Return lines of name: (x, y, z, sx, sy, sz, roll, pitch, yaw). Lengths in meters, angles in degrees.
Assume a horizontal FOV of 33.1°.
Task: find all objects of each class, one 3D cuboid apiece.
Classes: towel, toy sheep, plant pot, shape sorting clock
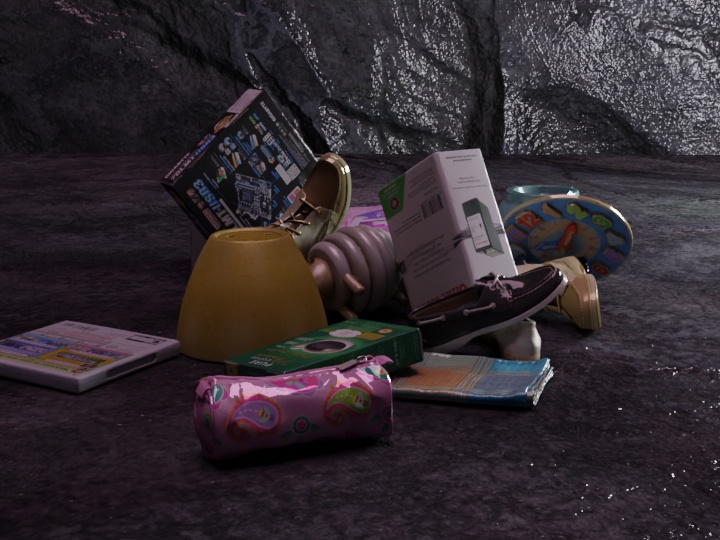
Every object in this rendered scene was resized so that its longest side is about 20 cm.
towel: (0.111, 0.120, 1.376, 0.198, 0.022, 0.147, 3, 12, 17)
toy sheep: (0.000, 0.000, 1.694, 0.199, 0.139, 0.137, -14, 18, -36)
plant pot: (0.294, -0.067, 1.966, 0.198, 0.135, 0.200, -1, 13, 0)
plant pot: (-0.139, 0.023, 1.550, 0.198, 0.143, 0.200, -1, 13, 0)
shape sorting clock: (0.301, -0.040, 1.789, 0.198, 0.201, 0.039, 2, 49, 14)

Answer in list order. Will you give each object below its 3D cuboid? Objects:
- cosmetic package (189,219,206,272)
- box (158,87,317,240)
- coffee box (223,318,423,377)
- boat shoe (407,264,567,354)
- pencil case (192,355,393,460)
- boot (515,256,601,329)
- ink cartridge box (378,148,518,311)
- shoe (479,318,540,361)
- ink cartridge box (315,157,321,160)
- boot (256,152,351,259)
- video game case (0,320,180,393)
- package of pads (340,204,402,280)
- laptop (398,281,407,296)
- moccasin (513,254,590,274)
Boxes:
cosmetic package: (-0.176, -0.086, 2.006, 0.198, 0.166, 0.165, 1, 12, 0)
box: (-0.157, -0.122, 1.739, 0.199, 0.200, 0.050, -48, 33, -16)
coffee box: (-0.041, 0.102, 1.368, 0.199, 0.044, 0.122, -16, 14, -40)
boat shoe: (0.152, 0.037, 1.470, 0.199, 0.061, 0.074, -26, 16, 18)
pencil case: (-0.063, 0.132, 1.184, 0.198, 0.088, 0.087, -6, 13, -20)
boot: (0.238, 0.036, 1.646, 0.154, 0.073, 0.200, -6, 20, -2)
ink cartridge box: (0.116, -0.041, 1.614, 0.084, 0.202, 0.146, -9, -12, -35)
shoe: (0.191, 0.068, 1.533, 0.069, 0.054, 0.200, -2, 12, -6)
ink cartridge box: (-0.109, -0.074, 1.860, 0.114, 0.202, 0.068, -6, 13, -23)
boot: (-0.096, -0.063, 1.682, 0.072, 0.201, 0.154, 35, 29, 23)
video game case: (-0.354, 0.103, 1.483, 0.199, 0.022, 0.182, 8, 15, 31)
package of pads: (0.052, -0.042, 1.820, 0.198, 0.076, 0.121, -4, 37, 5)
laptop: (0.070, -0.028, 1.870, 0.176, 0.104, 0.200, 1, 12, 12)
moccasin: (0.237, 0.007, 1.781, 0.198, 0.069, 0.080, -2, 12, -6)
